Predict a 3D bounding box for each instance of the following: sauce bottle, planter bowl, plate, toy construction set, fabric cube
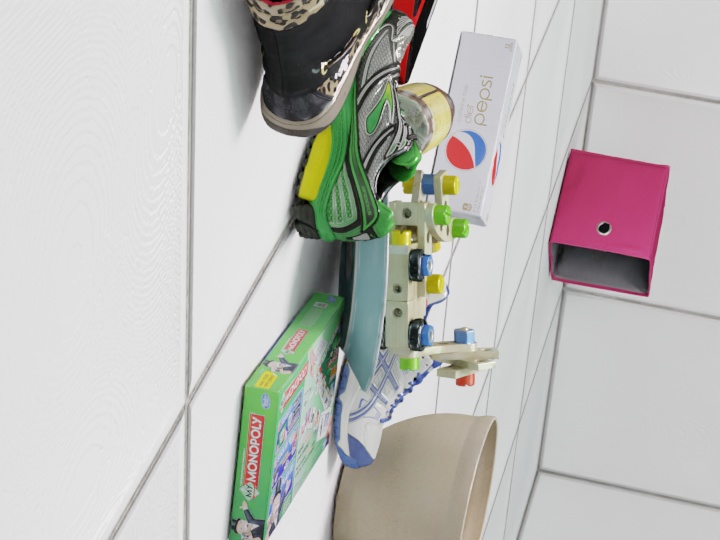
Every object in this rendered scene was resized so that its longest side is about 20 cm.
[{"bbox_3d":[0.050,-0.135,1.716,0.200,0.065,0.065,-31,131,-74],"label":"sauce bottle"},{"bbox_3d":[0.050,0.230,1.906,0.200,0.134,0.201,11,90,-80],"label":"planter bowl"},{"bbox_3d":[0.000,0.000,1.594,0.200,0.026,0.201,-177,-90,-84],"label":"plate"},{"bbox_3d":[0.057,0.012,1.713,0.131,0.092,0.200,-24,101,-70],"label":"toy construction set"},{"bbox_3d":[0.475,-0.089,3.676,0.200,0.196,0.200,74,29,-67],"label":"fabric cube"}]

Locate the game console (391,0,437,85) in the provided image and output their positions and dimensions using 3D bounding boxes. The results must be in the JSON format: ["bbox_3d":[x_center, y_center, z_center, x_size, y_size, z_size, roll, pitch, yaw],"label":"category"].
[{"bbox_3d":[0.059,-0.291,1.722,0.177,0.031,0.200,96,11,-52],"label":"game console"}]

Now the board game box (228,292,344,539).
[{"bbox_3d":[-0.055,0.114,1.513,0.200,0.029,0.135,-54,152,-66],"label":"board game box"}]

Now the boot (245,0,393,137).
[{"bbox_3d":[-0.025,-0.204,1.243,0.151,0.073,0.200,77,31,-65],"label":"boot"}]

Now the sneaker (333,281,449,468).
[{"bbox_3d":[0.031,0.094,1.792,0.075,0.088,0.200,-41,142,-76],"label":"sneaker"}]

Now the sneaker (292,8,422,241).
[{"bbox_3d":[0.012,-0.109,1.489,0.078,0.085,0.200,74,28,-68],"label":"sneaker"}]

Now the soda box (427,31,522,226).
[{"bbox_3d":[0.125,-0.154,2.101,0.068,0.064,0.200,40,61,-77],"label":"soda box"}]
